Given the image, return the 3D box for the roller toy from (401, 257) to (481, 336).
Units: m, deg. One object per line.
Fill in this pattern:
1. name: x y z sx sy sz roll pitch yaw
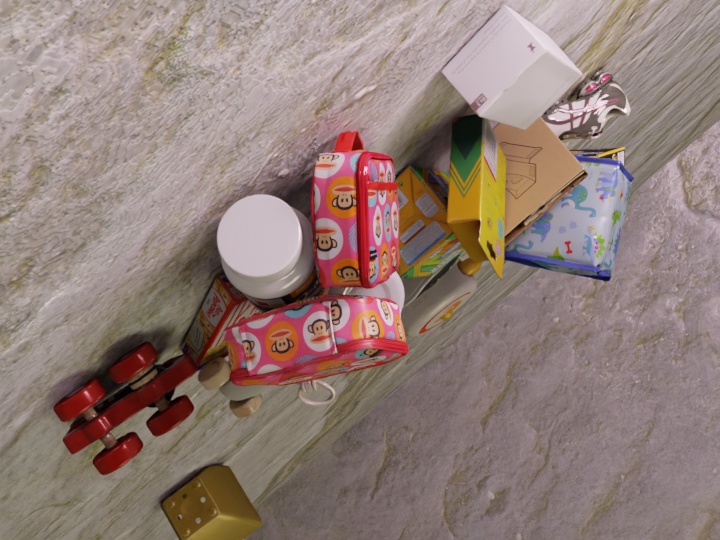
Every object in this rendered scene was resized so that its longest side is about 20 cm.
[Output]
1. roller toy: 0.144 0.042 1.695 0.199 0.140 0.183 -29 164 -33

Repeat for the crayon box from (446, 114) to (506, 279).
1. crayon box: 0.165 -0.100 1.151 0.050 0.201 0.127 -5 153 23

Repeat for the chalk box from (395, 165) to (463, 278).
1. chalk box: 0.106 -0.073 1.278 0.125 0.124 0.200 -42 165 21

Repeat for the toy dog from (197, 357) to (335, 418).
1. toy dog: -0.135 0.133 1.200 0.199 0.097 0.133 -9 125 4

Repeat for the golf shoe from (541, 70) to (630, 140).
1. golf shoe: 0.370 -0.257 1.418 0.200 0.088 0.077 -36 168 6

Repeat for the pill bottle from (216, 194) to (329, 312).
1. pill bottle: -0.102 -0.014 0.982 0.116 0.117 0.200 -36 166 -4

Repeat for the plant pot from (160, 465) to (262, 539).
1. plant pot: -0.407 0.628 2.129 0.195 0.195 0.200 -36 157 -4

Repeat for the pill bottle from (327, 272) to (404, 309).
1. pill bottle: -0.012 0.012 1.170 0.111 0.111 0.200 -37 -160 1

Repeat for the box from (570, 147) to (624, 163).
1. box: 0.334 -0.178 1.410 0.199 0.050 0.159 2 -165 33

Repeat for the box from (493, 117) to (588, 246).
1. box: 0.234 -0.149 1.244 0.163 0.200 0.021 -42 130 17

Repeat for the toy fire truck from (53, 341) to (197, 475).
1. toy fire truck: -0.314 0.174 1.121 0.199 0.112 0.168 -35 -170 -7

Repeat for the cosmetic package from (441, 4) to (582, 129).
1. cosmetic package: 0.196 -0.250 1.037 0.113 0.081 0.200 -43 164 21

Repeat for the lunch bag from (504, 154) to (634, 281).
1. lunch bag: 0.297 -0.086 1.257 0.127 0.199 0.171 19 83 -61

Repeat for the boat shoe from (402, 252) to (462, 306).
1. boat shoe: 0.102 0.004 1.442 0.060 0.074 0.200 -7 146 -51

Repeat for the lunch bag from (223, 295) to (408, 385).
1. lunch bag: -0.048 0.087 0.996 0.199 0.082 0.176 -15 168 19

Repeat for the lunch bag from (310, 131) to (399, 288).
1. lunch bag: -0.004 -0.073 0.963 0.081 0.177 0.200 -1 -174 12

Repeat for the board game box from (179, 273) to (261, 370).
1. board game box: -0.164 0.053 1.180 0.151 0.046 0.200 -26 162 -38
